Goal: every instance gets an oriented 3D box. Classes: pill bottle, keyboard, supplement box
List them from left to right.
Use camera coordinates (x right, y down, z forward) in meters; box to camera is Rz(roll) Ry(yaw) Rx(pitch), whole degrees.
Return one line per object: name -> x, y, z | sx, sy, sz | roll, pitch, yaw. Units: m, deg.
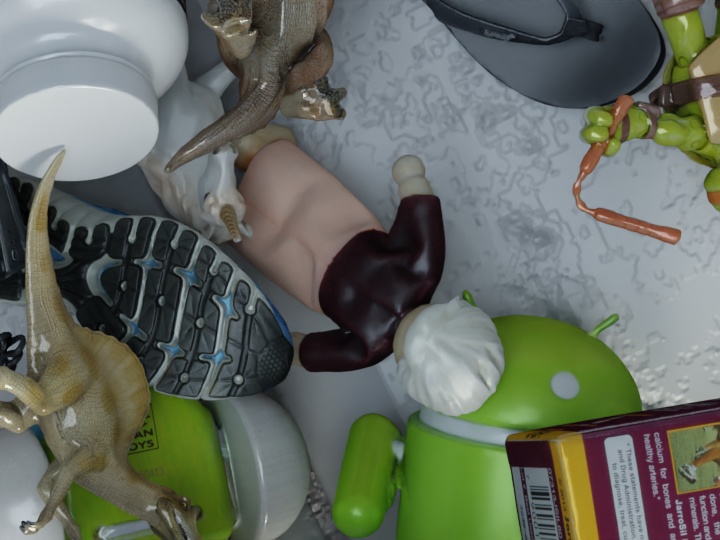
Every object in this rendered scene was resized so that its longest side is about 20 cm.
keyboard -> -0.202, -0.001, 1.256 | 0.021, 0.200, 0.128 | -10, 89, -27
pill bottle -> -0.140, -0.147, 1.193 | 0.112, 0.113, 0.201 | -13, 59, 10
supplement box -> 0.178, 0.113, 1.164 | 0.199, 0.086, 0.111 | -9, 89, -14

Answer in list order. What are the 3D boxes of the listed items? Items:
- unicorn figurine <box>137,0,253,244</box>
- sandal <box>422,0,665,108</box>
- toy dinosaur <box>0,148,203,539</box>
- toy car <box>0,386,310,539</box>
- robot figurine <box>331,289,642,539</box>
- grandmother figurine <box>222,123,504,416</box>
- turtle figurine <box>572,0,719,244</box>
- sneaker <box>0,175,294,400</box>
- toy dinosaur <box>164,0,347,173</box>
unicorn figurine -> -0.110, -0.085, 1.271 | 0.199, 0.074, 0.138 | 5, 87, 34
sandal -> 0.060, -0.146, 1.261 | 0.200, 0.043, 0.076 | 35, 100, 4
toy dinosaur -> -0.141, 0.055, 1.166 | 0.058, 0.101, 0.201 | -7, 109, 51
toy car -> -0.119, 0.145, 1.275 | 0.174, 0.150, 0.201 | -11, 100, -23
robot figurine -> 0.077, 0.114, 1.251 | 0.174, 0.116, 0.201 | 7, 97, 7
grandmother figurine -> 0.000, 0.000, 1.233 | 0.200, 0.060, 0.122 | 43, 112, 39
turtle figurine -> 0.182, -0.096, 1.233 | 0.199, 0.064, 0.162 | -5, 88, -19
sneaker -> -0.104, 0.005, 1.258 | 0.200, 0.090, 0.079 | 27, 99, 34
toy dinosaur -> -0.038, -0.133, 1.213 | 0.085, 0.136, 0.201 | 18, 89, -13
